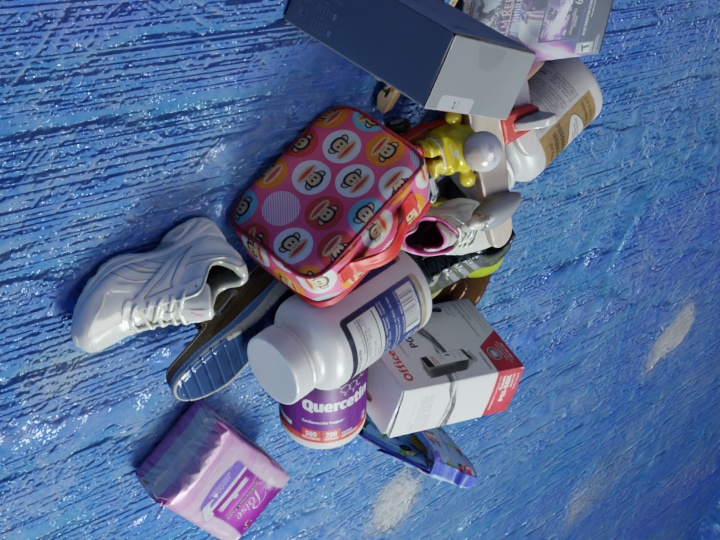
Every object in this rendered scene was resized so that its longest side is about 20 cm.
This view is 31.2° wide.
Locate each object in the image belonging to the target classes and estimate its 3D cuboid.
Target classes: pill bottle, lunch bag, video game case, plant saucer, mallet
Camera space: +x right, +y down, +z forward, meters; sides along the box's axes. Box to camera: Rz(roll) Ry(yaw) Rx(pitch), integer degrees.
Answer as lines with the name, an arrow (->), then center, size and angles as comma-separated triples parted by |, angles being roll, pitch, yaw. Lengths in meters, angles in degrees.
pill bottle -> 0.203, -0.179, 1.624 | 0.200, 0.114, 0.115 | -44, 147, -18
lunch bag -> 0.074, 0.227, 1.750 | 0.095, 0.199, 0.150 | -54, 149, 0
pill bottle -> -0.045, 0.115, 1.565 | 0.112, 0.112, 0.202 | -33, 143, -32
lunch bag -> -0.020, -0.065, 1.365 | 0.200, 0.176, 0.082 | -45, 146, -14
pill bottle -> -0.025, 0.060, 1.407 | 0.199, 0.111, 0.112 | -33, 143, -33
video game case -> 0.202, -0.303, 1.485 | 0.197, 0.019, 0.144 | -10, 135, -18
plant saucer -> 0.124, 0.022, 1.785 | 0.200, 0.037, 0.202 | -34, 142, -31
mallet -> 0.070, -0.071, 1.624 | 0.199, 0.041, 0.067 | -17, 130, -41

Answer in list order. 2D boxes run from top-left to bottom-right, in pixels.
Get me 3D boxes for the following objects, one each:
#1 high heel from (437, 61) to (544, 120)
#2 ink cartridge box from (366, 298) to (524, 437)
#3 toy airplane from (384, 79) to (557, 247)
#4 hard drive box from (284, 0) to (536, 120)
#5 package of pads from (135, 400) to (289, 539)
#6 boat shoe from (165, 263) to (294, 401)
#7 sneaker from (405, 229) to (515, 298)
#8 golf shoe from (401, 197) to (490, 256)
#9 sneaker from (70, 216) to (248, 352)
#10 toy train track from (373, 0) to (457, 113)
high heel -> 0.133, -0.230, 1.552 | 0.200, 0.067, 0.096 | -47, 126, -13
ink cartridge box -> 0.090, 0.123, 1.682 | 0.198, 0.147, 0.084 | -8, 133, -34
toy airplane -> 0.136, -0.147, 1.467 | 0.199, 0.141, 0.200 | 29, 98, -21
hard drive box -> 0.049, -0.233, 1.278 | 0.155, 0.199, 0.078 | -1, 121, -53
package of pads -> -0.176, 0.247, 1.547 | 0.121, 0.075, 0.200 | -48, 149, -6
boat shoe -> -0.145, 0.062, 1.414 | 0.200, 0.072, 0.073 | -40, 147, -28
sneaker -> 0.116, -0.019, 1.661 | 0.198, 0.074, 0.081 | -24, 165, -29
golf shoe -> 0.102, -0.044, 1.558 | 0.198, 0.091, 0.076 | 2, 115, -32
sneaker -> -0.195, 0.024, 1.283 | 0.199, 0.099, 0.078 | -37, 145, -27
toy train track -> 0.066, -0.263, 1.415 | 0.201, 0.032, 0.115 | -56, 170, 31
